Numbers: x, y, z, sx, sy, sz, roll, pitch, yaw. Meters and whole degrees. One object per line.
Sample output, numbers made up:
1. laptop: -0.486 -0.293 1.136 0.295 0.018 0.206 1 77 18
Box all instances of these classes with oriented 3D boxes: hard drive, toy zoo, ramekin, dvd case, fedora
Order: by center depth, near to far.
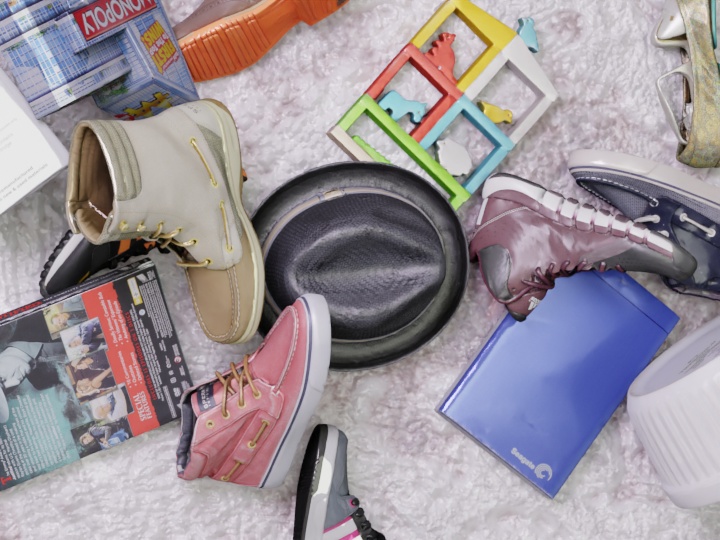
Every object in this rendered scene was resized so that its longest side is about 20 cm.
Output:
1. dvd case: -0.243 0.088 1.698 0.200 0.022 0.146 -23 117 -15
2. fedora: 0.000 0.000 1.740 0.200 0.092 0.201 -1 96 -9
3. ramekin: 0.324 0.105 1.784 0.200 0.200 0.105 -35 94 -12
4. toy zoo: 0.083 -0.148 1.810 0.131 0.020 0.200 43 80 -11
5. hard drive: 0.175 0.082 1.831 0.132 0.025 0.200 38 81 -12

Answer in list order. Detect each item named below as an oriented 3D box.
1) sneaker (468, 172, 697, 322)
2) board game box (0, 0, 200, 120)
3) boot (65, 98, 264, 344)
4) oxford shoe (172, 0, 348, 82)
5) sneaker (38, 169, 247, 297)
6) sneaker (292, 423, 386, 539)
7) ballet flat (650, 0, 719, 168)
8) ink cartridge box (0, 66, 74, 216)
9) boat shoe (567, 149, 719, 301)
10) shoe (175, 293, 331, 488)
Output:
1. sneaker: 0.182 0.000 1.783 0.200 0.076 0.116 22 88 23
2. board game box: -0.214 -0.198 1.648 0.062 0.200 0.200 -24 100 25
3. boot: -0.154 -0.029 1.628 0.155 0.072 0.200 -15 98 -50
4. oxford shoe: -0.100 -0.223 1.751 0.200 0.071 0.073 -28 64 -6
5. sneaker: -0.177 -0.037 1.716 0.090 0.070 0.200 42 78 -8
6. sneaker: 0.007 0.231 1.755 0.121 0.084 0.200 4 97 -10
7. ballet flat: 0.292 -0.189 1.847 0.071 0.071 0.200 -9 92 -15
8. ink cartridge box: -0.326 -0.138 1.639 0.087 0.145 0.200 -37 100 -10
9. boat shoe: 0.267 -0.037 1.830 0.200 0.075 0.093 18 79 -14
10. shoe: -0.090 0.100 1.694 0.091 0.071 0.200 4 129 -21
